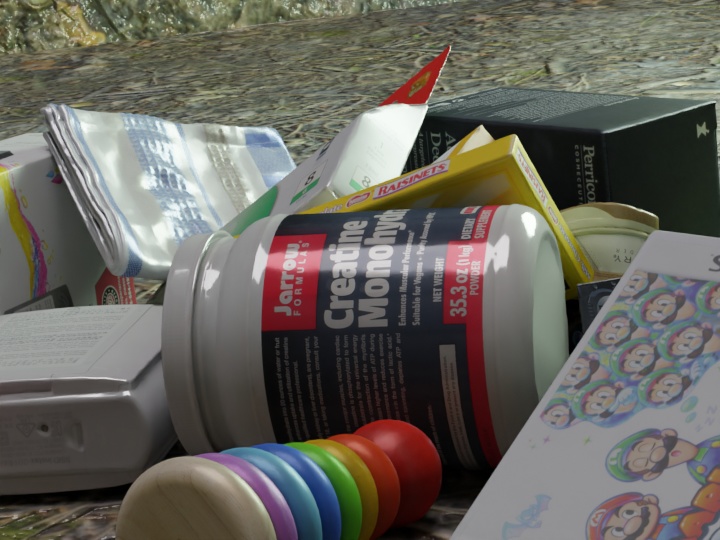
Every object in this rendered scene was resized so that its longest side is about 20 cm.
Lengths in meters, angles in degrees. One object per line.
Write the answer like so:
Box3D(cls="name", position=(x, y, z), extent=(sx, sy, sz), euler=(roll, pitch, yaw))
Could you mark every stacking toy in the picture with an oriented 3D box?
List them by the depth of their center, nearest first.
Box3D(cls="stacking toy", position=(-0.027, 0.111, 1.165), extent=(0.085, 0.086, 0.200), euler=(2, 10, 31))

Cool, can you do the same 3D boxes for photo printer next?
Box3D(cls="photo printer", position=(-0.177, 0.071, 1.418), extent=(0.165, 0.070, 0.200), euler=(-4, 12, 9))

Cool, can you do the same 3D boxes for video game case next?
Box3D(cls="video game case", position=(0.155, 0.069, 1.125), extent=(0.181, 0.024, 0.201), euler=(9, 57, 49))

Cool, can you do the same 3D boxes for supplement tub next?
Box3D(cls="supplement tub", position=(0.006, 0.038, 1.315), extent=(0.198, 0.142, 0.140), euler=(-2, 13, 14))

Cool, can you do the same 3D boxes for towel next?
Box3D(cls="towel", position=(-0.105, -0.047, 1.605), extent=(0.199, 0.024, 0.147), euler=(5, 45, -40))

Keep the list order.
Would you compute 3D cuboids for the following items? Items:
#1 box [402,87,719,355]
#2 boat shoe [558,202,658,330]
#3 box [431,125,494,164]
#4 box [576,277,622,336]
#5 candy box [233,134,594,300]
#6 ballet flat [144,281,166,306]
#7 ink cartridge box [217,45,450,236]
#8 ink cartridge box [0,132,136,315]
Box3D(cls="box", position=(0.125, -0.032, 1.558), extent=(0.107, 0.150, 0.199), euler=(-16, 16, -39))
Box3D(cls="boat shoe", position=(0.097, 0.015, 1.451), extent=(0.074, 0.067, 0.200), euler=(15, -23, -31))
Box3D(cls="box", position=(0.000, 0.000, 1.501), extent=(0.200, 0.042, 0.119), euler=(-40, 7, 35))
Box3D(cls="box", position=(0.218, 0.026, 1.309), extent=(0.159, 0.044, 0.200), euler=(-10, -9, 20))
Box3D(cls="candy box", position=(0.022, -0.001, 1.388), extent=(0.199, 0.103, 0.026), euler=(-20, 27, 25))
Box3D(cls="ballet flat", position=(-0.103, 0.027, 1.595), extent=(0.068, 0.064, 0.199), euler=(3, 16, 37))
Box3D(cls="ink cartridge box", position=(-0.030, -0.058, 1.526), extent=(0.161, 0.050, 0.201), euler=(-37, 21, 37))
Box3D(cls="ink cartridge box", position=(-0.239, 0.000, 1.584), extent=(0.085, 0.149, 0.200), euler=(1, 15, 31))
